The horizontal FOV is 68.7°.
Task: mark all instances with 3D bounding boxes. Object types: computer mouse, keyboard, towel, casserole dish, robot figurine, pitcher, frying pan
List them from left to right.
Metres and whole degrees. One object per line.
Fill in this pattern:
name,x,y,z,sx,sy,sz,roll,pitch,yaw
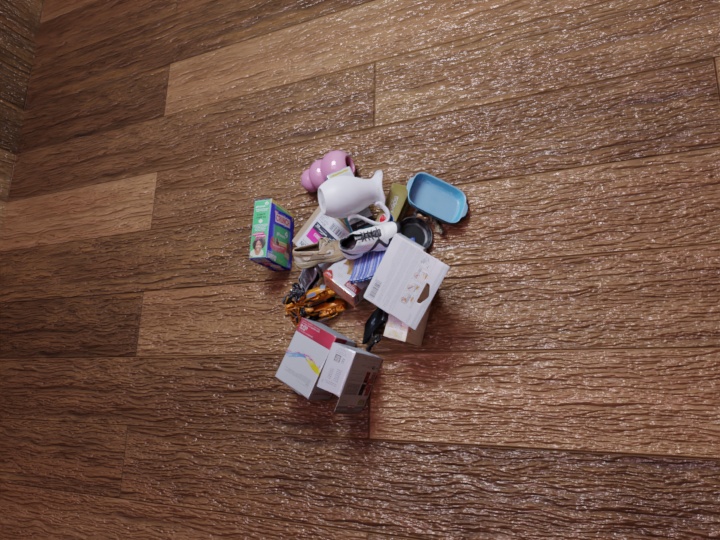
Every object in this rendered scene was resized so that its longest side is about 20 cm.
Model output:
computer mouse,-0.169,0.040,1.709,0.201,0.043,0.111,-57,50,41
robot figurine,-0.151,0.112,1.672,0.197,0.146,0.059,-20,31,8
pitcher,-0.016,-0.202,1.567,0.197,0.121,0.174,-12,74,-17
keyboard,0.042,0.173,1.540,0.020,0.200,0.129,15,60,-10
towel,0.065,-0.031,1.525,0.197,0.024,0.146,-15,33,22
frying pan,0.151,-0.074,1.602,0.113,0.031,0.193,21,72,-1
casserole dish,0.226,-0.212,1.580,0.197,0.039,0.123,24,68,-4

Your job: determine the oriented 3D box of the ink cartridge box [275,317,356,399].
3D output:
ink cartridge box,-0.137,0.274,1.617,0.143,0.145,0.203,24,88,28

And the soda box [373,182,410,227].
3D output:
soda box,0.097,-0.167,1.631,0.063,0.068,0.202,17,71,20

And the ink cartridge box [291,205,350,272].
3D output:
ink cartridge box,-0.104,-0.094,1.733,0.200,0.075,0.165,42,95,26

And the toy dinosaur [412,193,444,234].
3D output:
toy dinosaur,0.204,-0.197,1.620,0.087,0.047,0.203,1,68,-21

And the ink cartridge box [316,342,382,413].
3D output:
ink cartridge box,-0.035,0.315,1.528,0.083,0.200,0.178,18,84,28

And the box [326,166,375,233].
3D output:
box,-0.031,-0.217,1.655,0.081,0.049,0.203,-23,81,-9

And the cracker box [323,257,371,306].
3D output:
cracker box,0.000,0.000,1.619,0.133,0.058,0.200,35,62,27

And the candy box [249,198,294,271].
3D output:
candy box,-0.295,-0.117,1.773,0.076,0.169,0.204,-4,76,20

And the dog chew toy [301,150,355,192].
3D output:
dog chew toy,-0.116,-0.323,1.774,0.197,0.124,0.127,-16,71,30

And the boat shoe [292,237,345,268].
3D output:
boat shoe,-0.109,-0.064,1.615,0.197,0.065,0.072,-18,34,-7

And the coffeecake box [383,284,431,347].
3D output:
coffeecake box,0.147,0.107,1.521,0.072,0.153,0.203,12,82,26

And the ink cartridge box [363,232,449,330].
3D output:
ink cartridge box,0.125,0.029,1.418,0.172,0.043,0.202,31,104,15

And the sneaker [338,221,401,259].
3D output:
sneaker,0.026,-0.090,1.536,0.198,0.080,0.075,-24,68,15
